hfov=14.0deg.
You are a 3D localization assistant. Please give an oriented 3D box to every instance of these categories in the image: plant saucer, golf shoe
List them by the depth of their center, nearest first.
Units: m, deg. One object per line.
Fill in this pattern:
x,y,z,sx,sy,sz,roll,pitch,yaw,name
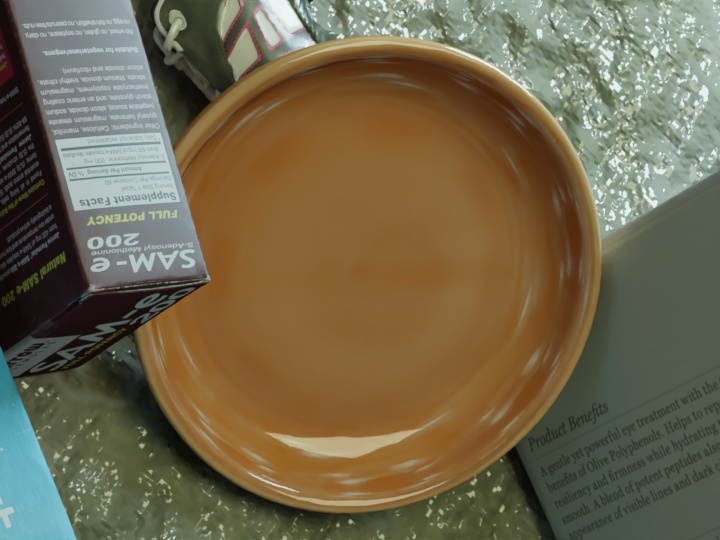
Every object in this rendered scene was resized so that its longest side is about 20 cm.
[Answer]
0.000,0.000,1.199,0.200,0.037,0.201,-5,106,-17,plant saucer
-0.045,-0.087,1.257,0.088,0.077,0.200,-9,76,-11,golf shoe

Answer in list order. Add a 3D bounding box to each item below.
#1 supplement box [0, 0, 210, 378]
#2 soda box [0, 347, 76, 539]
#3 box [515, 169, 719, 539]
-0.134,-0.068,1.146,0.061,0.109,0.200,-6,74,-38,supplement box
-0.162,0.076,1.088,0.068,0.064,0.200,-15,79,-40,soda box
0.198,0.042,1.276,0.200,0.199,0.172,-18,80,-41,box
